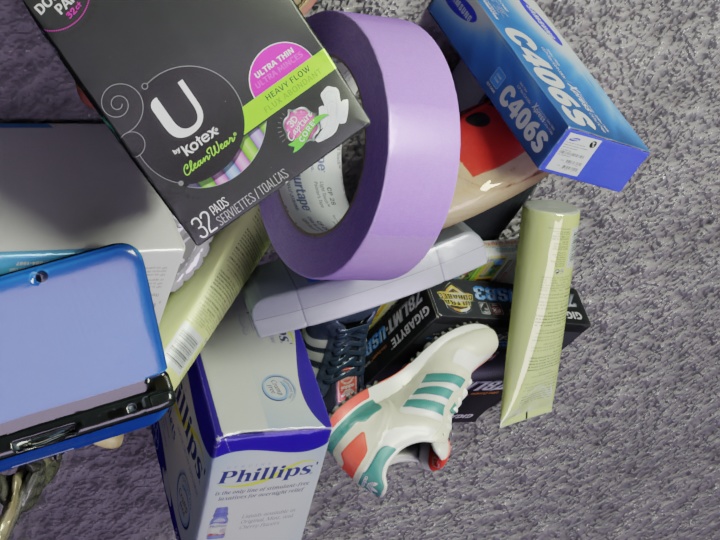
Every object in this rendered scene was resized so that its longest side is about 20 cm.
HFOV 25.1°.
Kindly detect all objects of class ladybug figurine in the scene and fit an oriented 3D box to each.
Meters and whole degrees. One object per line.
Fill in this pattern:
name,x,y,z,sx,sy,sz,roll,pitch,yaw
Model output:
ladybug figurine,0.092,-0.091,1.296,0.199,0.072,0.135,-29,-170,-38

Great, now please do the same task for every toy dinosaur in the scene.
toy dinosaur,-0.295,0.181,1.378,0.088,0.047,0.201,86,26,-52

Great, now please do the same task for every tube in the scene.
tube,0.158,0.039,1.451,0.058,0.052,0.202,3,105,-6
tube,-0.122,0.008,1.339,0.052,0.058,0.201,38,70,-14

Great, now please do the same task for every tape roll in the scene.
tape roll,-0.007,-0.093,1.230,0.065,0.201,0.201,1,133,-33

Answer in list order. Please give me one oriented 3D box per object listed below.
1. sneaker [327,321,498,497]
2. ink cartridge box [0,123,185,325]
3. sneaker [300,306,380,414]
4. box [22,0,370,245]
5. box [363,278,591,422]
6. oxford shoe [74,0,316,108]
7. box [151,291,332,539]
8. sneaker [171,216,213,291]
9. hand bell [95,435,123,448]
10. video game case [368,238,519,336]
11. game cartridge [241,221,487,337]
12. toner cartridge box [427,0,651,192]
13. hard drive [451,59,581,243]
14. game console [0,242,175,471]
sneaker,0.059,0.126,1.417,0.199,0.094,0.070,-31,159,-29
ink cartridge box,-0.244,0.010,1.239,0.146,0.147,0.201,-2,135,-30
sneaker,-0.018,0.077,1.459,0.074,0.085,0.200,-12,159,-23
box,-0.115,-0.148,1.087,0.148,0.124,0.201,-35,109,-4
box,0.087,0.082,1.552,0.199,0.050,0.199,4,143,-38
oxford shoe,-0.122,-0.186,1.165,0.199,0.071,0.075,-27,136,-4
box,-0.111,0.140,1.433,0.104,0.185,0.201,-2,134,-20
sneaker,-0.152,-0.064,1.288,0.082,0.075,0.201,19,110,-36
hand bell,-0.189,0.041,1.380,0.104,0.104,0.200,29,102,-47
video game case,0.078,0.035,1.535,0.181,0.023,0.200,-5,149,-28
game cartridge,0.000,0.000,1.344,0.199,0.133,0.041,-18,108,-5
toner cartridge box,0.136,-0.149,1.258,0.095,0.201,0.043,12,126,-40
hard drive,0.108,-0.103,1.418,0.134,0.042,0.201,3,132,-34
game console,-0.246,0.075,1.178,0.199,0.119,0.171,-16,172,-15
